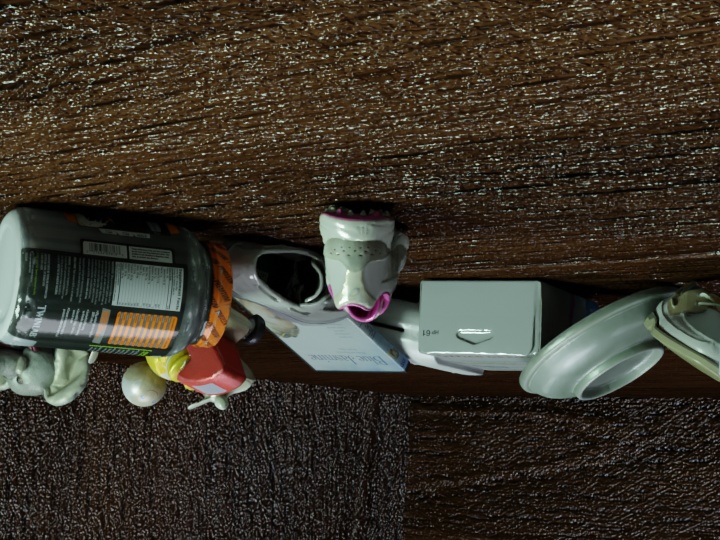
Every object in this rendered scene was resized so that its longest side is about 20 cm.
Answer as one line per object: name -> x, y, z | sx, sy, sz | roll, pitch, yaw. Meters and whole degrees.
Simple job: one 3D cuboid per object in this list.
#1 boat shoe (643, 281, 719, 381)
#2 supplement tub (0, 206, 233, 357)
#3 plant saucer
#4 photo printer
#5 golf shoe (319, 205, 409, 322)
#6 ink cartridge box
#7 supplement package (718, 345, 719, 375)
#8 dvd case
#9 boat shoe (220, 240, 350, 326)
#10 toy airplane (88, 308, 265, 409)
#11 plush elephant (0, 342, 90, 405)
boat shoe -> 0.328, 0.053, 1.718 | 0.075, 0.069, 0.200 | 36, -174, -10
supplement tub -> -0.222, 0.013, 1.567 | 0.199, 0.123, 0.122 | 7, 172, -25
plant saucer -> 0.267, 0.091, 1.876 | 0.199, 0.050, 0.200 | -25, 158, -10
photo printer -> 0.053, 0.072, 2.076 | 0.166, 0.070, 0.200 | 13, 178, 26
golf shoe -> 0.000, 0.000, 1.493 | 0.075, 0.092, 0.200 | 1, 174, 9
ink cartridge box -> 0.167, 0.063, 1.955 | 0.144, 0.085, 0.200 | -1, 173, 26
supplement package -> 0.441, 0.048, 1.590 | 0.199, 0.110, 0.113 | -3, 170, 42
dvd case -> -0.053, 0.059, 1.965 | 0.142, 0.018, 0.200 | -3, 146, 40
boat shoe -> -0.056, 0.010, 1.714 | 0.065, 0.072, 0.200 | 3, 167, 42
toy airplane -> -0.198, 0.065, 1.741 | 0.199, 0.142, 0.199 | 31, 180, 2
plush elephant -> -0.390, 0.074, 1.999 | 0.164, 0.156, 0.200 | -2, 171, 38
